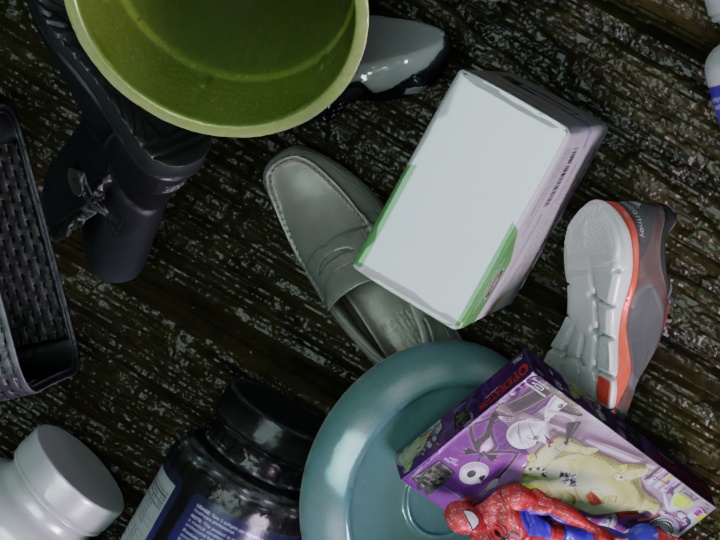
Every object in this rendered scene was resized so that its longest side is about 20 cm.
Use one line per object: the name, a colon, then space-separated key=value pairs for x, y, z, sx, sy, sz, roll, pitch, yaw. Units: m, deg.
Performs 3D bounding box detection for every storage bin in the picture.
storage bin: x=-0.278 y=-0.007 z=1.668 sx=0.094 sy=0.135 sz=0.200 roll=-13 pitch=93 yaw=11

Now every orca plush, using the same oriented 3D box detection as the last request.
orca plush: x=-0.036 y=-0.121 z=1.648 sx=0.200 sy=0.105 sz=0.071 roll=-16 pitch=131 yaw=-6

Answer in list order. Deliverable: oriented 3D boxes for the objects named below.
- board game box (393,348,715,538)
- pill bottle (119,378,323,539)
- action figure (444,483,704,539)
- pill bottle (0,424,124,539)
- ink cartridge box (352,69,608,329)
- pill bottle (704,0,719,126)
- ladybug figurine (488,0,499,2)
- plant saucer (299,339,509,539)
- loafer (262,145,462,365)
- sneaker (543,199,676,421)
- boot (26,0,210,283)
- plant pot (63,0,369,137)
board game box: x=0.132 y=0.141 z=1.601 sx=0.120 sy=0.032 sz=0.200 roll=-39 pitch=127 yaw=22
pill bottle: x=-0.101 y=0.181 z=1.668 sx=0.112 sy=0.112 sz=0.200 roll=31 pitch=100 yaw=6
action figure: x=0.142 y=0.184 z=1.591 sx=0.200 sy=0.052 sz=0.065 roll=19 pitch=127 yaw=-24
pill bottle: x=-0.265 y=0.206 z=1.700 sx=0.200 sy=0.112 sz=0.112 roll=-44 pitch=87 yaw=11
ink cartridge box: x=0.083 y=-0.050 z=1.569 sx=0.084 sy=0.200 sz=0.145 roll=30 pitch=100 yaw=9
pill bottle: x=0.290 y=-0.106 z=1.570 sx=0.112 sy=0.112 sz=0.200 roll=-17 pitch=93 yaw=11
ladybug figurine: x=0.056 y=-0.271 z=1.576 sx=0.136 sy=0.072 sz=0.200 roll=-15 pitch=92 yaw=-24
plant saucer: x=0.051 y=0.146 z=1.615 sx=0.200 sy=0.027 sz=0.200 roll=-9 pitch=108 yaw=-29
loafer: x=0.000 y=0.000 z=1.651 sx=0.070 sy=0.070 sz=0.200 roll=-40 pitch=87 yaw=20
sneaker: x=0.180 y=0.044 z=1.624 sx=0.077 sy=0.082 sz=0.200 roll=39 pitch=131 yaw=45
boot: x=-0.188 y=-0.106 z=1.641 sx=0.200 sy=0.076 sz=0.168 roll=58 pitch=144 yaw=14
plant pot: x=-0.071 y=-0.220 z=1.568 sx=0.200 sy=0.190 sz=0.200 roll=7 pitch=125 yaw=10
